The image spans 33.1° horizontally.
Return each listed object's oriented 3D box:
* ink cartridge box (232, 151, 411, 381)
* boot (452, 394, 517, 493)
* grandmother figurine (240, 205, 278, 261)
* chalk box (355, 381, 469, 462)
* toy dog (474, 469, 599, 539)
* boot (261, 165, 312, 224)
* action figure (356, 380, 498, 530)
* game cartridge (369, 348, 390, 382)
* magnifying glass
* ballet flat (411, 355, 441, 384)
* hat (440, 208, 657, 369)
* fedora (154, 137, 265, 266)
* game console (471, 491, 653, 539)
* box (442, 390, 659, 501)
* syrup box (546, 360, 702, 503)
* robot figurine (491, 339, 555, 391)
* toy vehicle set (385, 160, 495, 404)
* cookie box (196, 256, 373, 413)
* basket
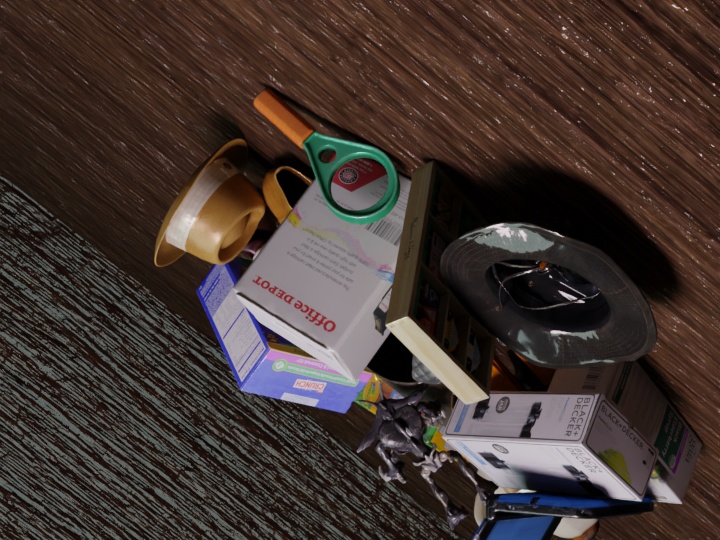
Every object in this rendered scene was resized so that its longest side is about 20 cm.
[{"bbox_3d":[-0.014,-0.009,1.270,0.145,0.201,0.083,29,165,28],"label":"ink cartridge box"},{"bbox_3d":[0.176,0.159,1.485,0.070,0.202,0.145,-20,110,29],"label":"boot"},{"bbox_3d":[-0.129,-0.039,1.602,0.120,0.061,0.200,-2,-159,-16],"label":"grandmother figurine"},{"bbox_3d":[0.082,0.174,1.760,0.199,0.125,0.124,24,172,39],"label":"chalk box"},{"bbox_3d":[0.244,0.279,1.616,0.140,0.193,0.200,57,166,-24],"label":"toy dog"},{"bbox_3d":[-0.048,-0.046,1.497,0.201,0.071,0.144,46,172,-10],"label":"boot"},{"bbox_3d":[0.071,0.216,1.472,0.200,0.119,0.102,49,174,-5],"label":"action figure"},{"bbox_3d":[-0.028,0.058,1.685,0.176,0.032,0.202,161,89,-75],"label":"game cartridge"},{"bbox_3d":[-0.039,-0.123,1.254,0.200,0.080,0.022,42,174,26],"label":"magnifying glass"},{"bbox_3d":[0.054,0.036,1.356,0.056,0.066,0.202,-15,100,26],"label":"ballet flat"},{"bbox_3d":[0.172,0.001,1.065,0.198,0.081,0.202,17,146,11],"label":"hat"},{"bbox_3d":[-0.174,-0.067,1.503,0.081,0.201,0.201,34,166,6],"label":"fedora"},{"bbox_3d":[0.207,0.301,1.315,0.169,0.120,0.199,-2,172,34],"label":"game console"},{"bbox_3d":[0.196,0.181,1.272,0.199,0.061,0.117,-5,140,49],"label":"box"},{"bbox_3d":[0.289,0.168,1.319,0.081,0.079,0.200,-1,142,46],"label":"syrup box"},{"bbox_3d":[0.174,0.101,1.350,0.200,0.144,0.058,47,-161,-32],"label":"robot figurine"},{"bbox_3d":[0.083,0.008,1.133,0.026,0.201,0.124,-24,128,33],"label":"toy vehicle set"},{"bbox_3d":[-0.100,0.080,1.569,0.170,0.076,0.201,18,-153,-38],"label":"cookie box"},{"bbox_3d":[0.092,0.114,1.573,0.180,0.136,0.200,37,173,38],"label":"basket"}]
